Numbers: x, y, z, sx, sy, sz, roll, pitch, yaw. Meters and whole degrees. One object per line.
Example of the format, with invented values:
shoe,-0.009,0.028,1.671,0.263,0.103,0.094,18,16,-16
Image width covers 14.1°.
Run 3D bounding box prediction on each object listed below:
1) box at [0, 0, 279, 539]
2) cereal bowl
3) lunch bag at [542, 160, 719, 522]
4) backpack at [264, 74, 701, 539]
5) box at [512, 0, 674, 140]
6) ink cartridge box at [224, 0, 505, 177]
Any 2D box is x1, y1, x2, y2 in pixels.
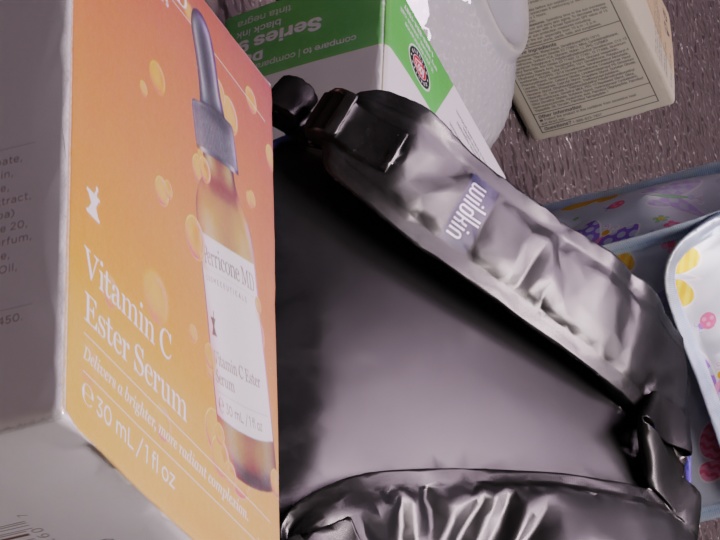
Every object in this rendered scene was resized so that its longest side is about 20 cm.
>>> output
box,-0.101,-0.001,0.882,0.152,0.106,0.201,50,32,-54
cereal bowl,0.029,-0.140,1.411,0.200,0.083,0.201,-13,90,-71
lunch bag,0.173,0.039,1.526,0.127,0.199,0.170,-62,136,-64
backpack,0.020,0.064,1.011,0.190,0.154,0.201,17,64,-21
box,0.105,-0.175,1.649,0.200,0.094,0.078,60,24,-44
ink cartridge box,0.000,0.000,1.218,0.146,0.084,0.201,59,25,-43
